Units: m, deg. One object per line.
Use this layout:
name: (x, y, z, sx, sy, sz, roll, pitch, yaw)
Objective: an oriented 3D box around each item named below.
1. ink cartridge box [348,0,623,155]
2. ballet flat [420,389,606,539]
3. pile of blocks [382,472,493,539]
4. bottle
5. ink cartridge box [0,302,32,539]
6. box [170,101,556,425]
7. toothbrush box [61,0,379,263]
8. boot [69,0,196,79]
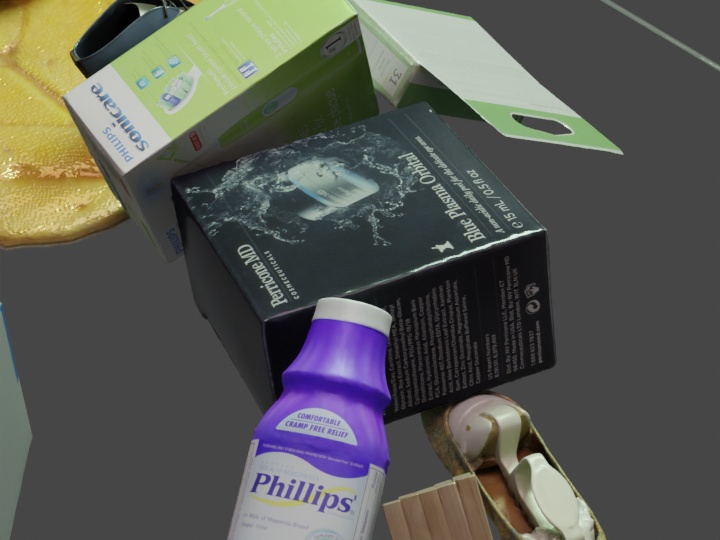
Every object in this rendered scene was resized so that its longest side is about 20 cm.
ink cartridge box: (0.084, -0.133, 1.378, 0.145, 0.048, 0.200, 3, 36, -45)
ballet flat: (0.100, 0.128, 1.175, 0.071, 0.071, 0.200, -19, 50, -15)
pile of blocks: (0.089, 0.206, 1.094, 0.082, 0.062, 0.200, -42, 86, 1)
bottle: (-0.025, 0.117, 1.075, 0.083, 0.065, 0.200, 12, 75, 8)
ink cartridge box: (-0.325, 0.113, 1.145, 0.200, 0.147, 0.145, 2, 48, 3)
box: (0.000, 0.000, 1.235, 0.200, 0.117, 0.197, -19, 36, -15)
toothbrush box: (-0.095, -0.119, 1.314, 0.200, 0.146, 0.086, -35, 66, -9)
boot: (-0.129, -0.189, 1.400, 0.200, 0.097, 0.075, -45, 43, -4)
